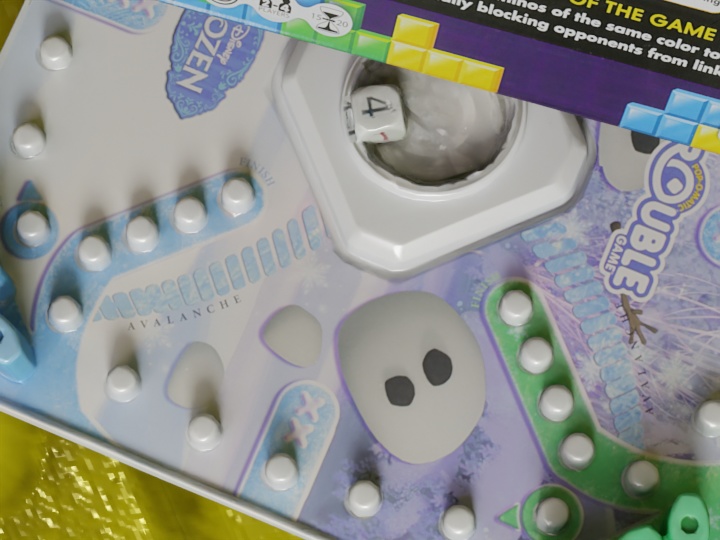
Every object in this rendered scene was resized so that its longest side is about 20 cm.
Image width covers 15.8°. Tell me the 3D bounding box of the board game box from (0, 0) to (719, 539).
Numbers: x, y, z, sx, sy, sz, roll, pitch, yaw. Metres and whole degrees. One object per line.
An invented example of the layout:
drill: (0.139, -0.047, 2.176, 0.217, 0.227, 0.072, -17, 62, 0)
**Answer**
board game box: (0.017, -0.037, 0.589, 0.199, 0.201, 0.026, 22, 167, 8)

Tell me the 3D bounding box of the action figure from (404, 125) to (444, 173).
action figure: (-0.059, -0.078, 0.652, 0.199, 0.065, 0.052, 27, 131, 15)

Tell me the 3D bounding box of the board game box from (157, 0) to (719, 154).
board game box: (0.057, -0.100, 0.488, 0.199, 0.057, 0.166, 15, 142, -1)
